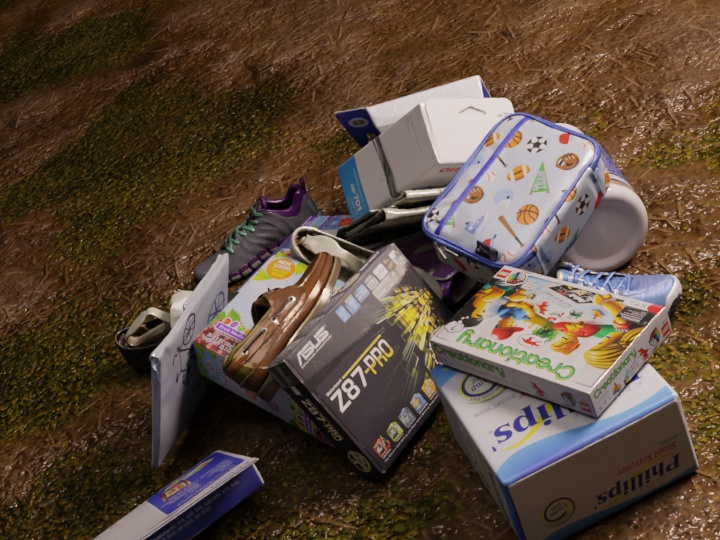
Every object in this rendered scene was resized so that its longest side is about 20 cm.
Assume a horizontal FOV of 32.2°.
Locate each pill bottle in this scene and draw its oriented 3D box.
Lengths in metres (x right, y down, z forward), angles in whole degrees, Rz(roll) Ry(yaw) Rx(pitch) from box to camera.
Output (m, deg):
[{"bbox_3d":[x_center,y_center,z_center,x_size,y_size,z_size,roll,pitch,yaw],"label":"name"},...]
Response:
[{"bbox_3d":[0.258,-0.092,1.491,0.115,0.116,0.200,-21,33,4],"label":"pill bottle"}]

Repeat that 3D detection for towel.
[{"bbox_3d":[0.083,-0.075,1.519,0.199,0.035,0.192,-11,-3,-20],"label":"towel"}]

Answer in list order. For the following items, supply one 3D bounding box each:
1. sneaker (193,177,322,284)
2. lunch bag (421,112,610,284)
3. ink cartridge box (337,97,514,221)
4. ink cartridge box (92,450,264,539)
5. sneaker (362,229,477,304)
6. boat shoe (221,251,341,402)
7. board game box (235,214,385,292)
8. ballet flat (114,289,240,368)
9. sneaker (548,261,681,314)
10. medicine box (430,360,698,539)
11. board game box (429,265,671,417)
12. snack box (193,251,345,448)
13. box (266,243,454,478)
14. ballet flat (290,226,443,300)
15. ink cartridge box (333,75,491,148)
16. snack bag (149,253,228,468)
[{"bbox_3d":[-0.152,-0.055,1.720,0.199,0.088,0.074,-30,33,-10],"label":"sneaker"},{"bbox_3d":[0.165,-0.075,1.371,0.160,0.076,0.200,30,73,37],"label":"lunch bag"},{"bbox_3d":[0.087,-0.134,1.555,0.146,0.086,0.200,-6,-15,-34],"label":"ink cartridge box"},{"bbox_3d":[-0.194,0.257,1.264,0.197,0.047,0.200,-34,7,-18],"label":"ink cartridge box"},{"bbox_3d":[0.054,0.013,1.505,0.200,0.073,0.114,-26,36,-11],"label":"sneaker"},{"bbox_3d":[-0.083,0.045,1.355,0.072,0.068,0.200,-54,7,50],"label":"boat shoe"},{"bbox_3d":[-0.071,-0.001,1.613,0.135,0.035,0.200,1,39,44],"label":"board game box"},{"bbox_3d":[-0.231,0.068,1.569,0.199,0.068,0.068,-28,37,24],"label":"ballet flat"},{"bbox_3d":[0.247,0.032,1.355,0.199,0.077,0.076,-12,33,15],"label":"sneaker"},{"bbox_3d":[0.192,0.143,1.206,0.182,0.103,0.200,-26,32,-5],"label":"medicine box"},{"bbox_3d":[0.180,0.063,1.200,0.200,0.035,0.126,16,49,45],"label":"board game box"},{"bbox_3d":[-0.061,0.086,1.423,0.199,0.068,0.169,27,53,23],"label":"snack box"},{"bbox_3d":[0.019,0.094,1.333,0.200,0.161,0.049,-46,10,-32],"label":"box"},{"bbox_3d":[0.000,0.000,1.460,0.199,0.070,0.070,23,51,18],"label":"ballet flat"},{"bbox_3d":[0.090,-0.176,1.656,0.199,0.200,0.041,-12,68,17],"label":"ink cartridge box"},{"bbox_3d":[-0.199,0.106,1.435,0.021,0.189,0.200,17,41,10],"label":"snack bag"}]
